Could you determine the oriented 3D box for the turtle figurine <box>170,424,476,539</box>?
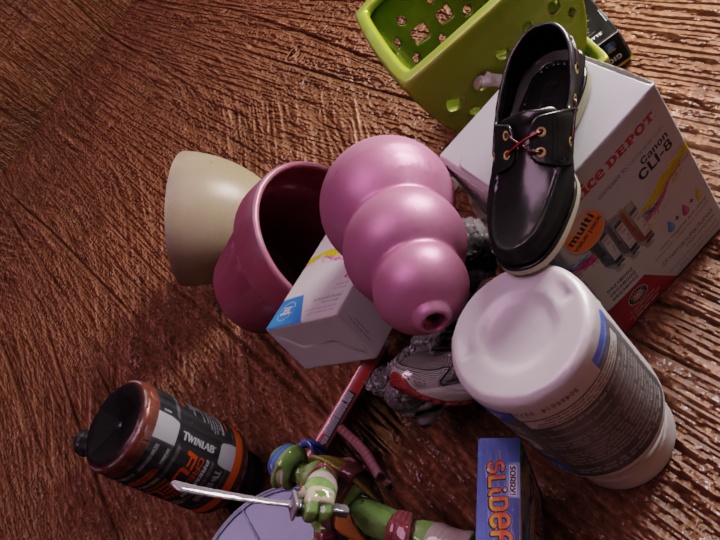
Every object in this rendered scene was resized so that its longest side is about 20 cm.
[{"bbox_3d":[-0.020,0.222,0.569,0.192,0.200,0.145,18,105,24],"label":"turtle figurine"}]

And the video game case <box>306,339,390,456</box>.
[{"bbox_3d":[-0.027,0.164,0.780,0.017,0.143,0.201,30,81,6],"label":"video game case"}]

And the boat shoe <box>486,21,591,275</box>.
[{"bbox_3d":[0.128,-0.095,0.559,0.073,0.063,0.203,-2,62,38],"label":"boat shoe"}]

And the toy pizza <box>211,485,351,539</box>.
[{"bbox_3d":[-0.055,0.290,0.646,0.198,0.032,0.202,-8,61,15],"label":"toy pizza"}]

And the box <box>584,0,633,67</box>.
[{"bbox_3d":[0.215,-0.259,0.927,0.199,0.049,0.160,-35,39,20],"label":"box"}]

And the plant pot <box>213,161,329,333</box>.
[{"bbox_3d":[-0.090,-0.009,0.933,0.179,0.199,0.202,-32,39,46],"label":"plant pot"}]

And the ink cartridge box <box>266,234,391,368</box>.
[{"bbox_3d":[0.000,0.000,0.775,0.116,0.067,0.201,-16,36,46],"label":"ink cartridge box"}]

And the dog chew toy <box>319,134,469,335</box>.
[{"bbox_3d":[0.035,-0.027,0.629,0.124,0.124,0.201,-37,40,17],"label":"dog chew toy"}]

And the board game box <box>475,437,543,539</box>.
[{"bbox_3d":[0.114,0.247,0.557,0.034,0.136,0.202,-5,56,19],"label":"board game box"}]

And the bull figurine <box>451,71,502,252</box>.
[{"bbox_3d":[0.149,-0.108,0.768,0.065,0.120,0.201,56,133,52],"label":"bull figurine"}]

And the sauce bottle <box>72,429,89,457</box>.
[{"bbox_3d":[-0.348,0.256,1.064,0.199,0.066,0.066,-4,57,45],"label":"sauce bottle"}]

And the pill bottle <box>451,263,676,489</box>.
[{"bbox_3d":[0.167,0.092,0.577,0.113,0.200,0.115,-25,44,27],"label":"pill bottle"}]

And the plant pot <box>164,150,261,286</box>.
[{"bbox_3d":[-0.196,-0.076,1.103,0.133,0.201,0.202,0,53,3],"label":"plant pot"}]

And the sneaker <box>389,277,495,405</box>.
[{"bbox_3d":[0.099,0.050,0.638,0.199,0.083,0.077,-26,25,-35],"label":"sneaker"}]

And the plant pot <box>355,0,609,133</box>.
[{"bbox_3d":[0.139,-0.252,0.814,0.200,0.181,0.200,-39,39,15],"label":"plant pot"}]

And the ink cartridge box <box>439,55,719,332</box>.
[{"bbox_3d":[0.202,-0.074,0.672,0.146,0.200,0.145,-48,38,3],"label":"ink cartridge box"}]

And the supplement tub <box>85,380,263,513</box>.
[{"bbox_3d":[-0.202,0.211,0.845,0.106,0.200,0.108,-26,45,29],"label":"supplement tub"}]

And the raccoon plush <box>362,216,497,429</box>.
[{"bbox_3d":[0.066,0.050,0.726,0.097,0.133,0.202,-35,60,54],"label":"raccoon plush"}]
